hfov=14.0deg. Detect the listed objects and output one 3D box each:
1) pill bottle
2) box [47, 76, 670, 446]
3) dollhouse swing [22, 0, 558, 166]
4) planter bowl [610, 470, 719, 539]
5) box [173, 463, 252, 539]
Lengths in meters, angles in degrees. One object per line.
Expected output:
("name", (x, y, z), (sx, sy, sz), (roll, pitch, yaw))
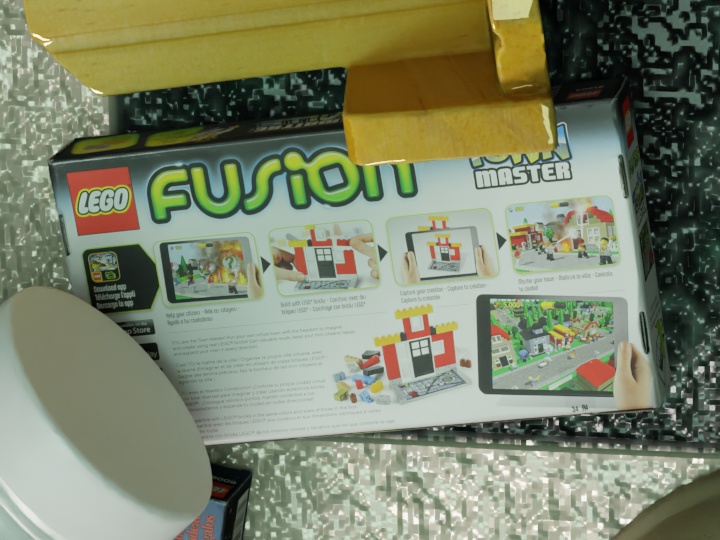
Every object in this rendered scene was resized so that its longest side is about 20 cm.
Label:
("pill bottle", (-0.153, 0.101, 0.986), (0.200, 0.114, 0.114), (-39, 93, 19))
("box", (0.000, 0.000, 1.006), (0.200, 0.035, 0.110), (-5, 105, 14))
("dollhouse swing", (-0.040, -0.136, 0.923), (0.175, 0.182, 0.200), (-8, 103, 3))
("planter bowl", (0.150, 0.176, 0.968), (0.200, 0.135, 0.201), (3, 105, 11))
("box", (-0.122, 0.157, 1.074), (0.136, 0.038, 0.200), (11, 106, 10))
